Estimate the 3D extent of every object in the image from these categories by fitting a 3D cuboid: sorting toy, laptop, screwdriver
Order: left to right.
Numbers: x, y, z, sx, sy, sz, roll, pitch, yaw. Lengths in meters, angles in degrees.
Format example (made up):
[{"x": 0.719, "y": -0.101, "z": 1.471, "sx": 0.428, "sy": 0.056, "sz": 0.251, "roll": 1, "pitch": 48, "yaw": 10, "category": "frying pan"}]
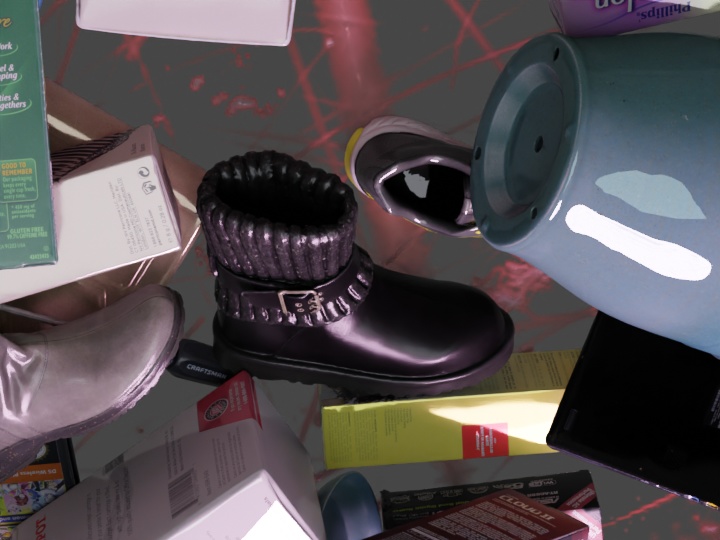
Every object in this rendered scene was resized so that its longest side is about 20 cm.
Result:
[{"x": -0.217, "y": -0.020, "z": 1.640, "sx": 0.185, "sy": 0.036, "sz": 0.200, "roll": 30, "pitch": 101, "yaw": -13, "category": "sorting toy"}, {"x": -0.155, "y": 0.044, "z": 1.631, "sx": 0.199, "sy": 0.028, "sz": 0.029, "roll": 21, "pitch": 136, "yaw": -35, "category": "screwdriver"}, {"x": 0.249, "y": 0.086, "z": 1.659, "sx": 0.199, "sy": 0.116, "sz": 0.188, "roll": 19, "pitch": 69, "yaw": 14, "category": "laptop"}]

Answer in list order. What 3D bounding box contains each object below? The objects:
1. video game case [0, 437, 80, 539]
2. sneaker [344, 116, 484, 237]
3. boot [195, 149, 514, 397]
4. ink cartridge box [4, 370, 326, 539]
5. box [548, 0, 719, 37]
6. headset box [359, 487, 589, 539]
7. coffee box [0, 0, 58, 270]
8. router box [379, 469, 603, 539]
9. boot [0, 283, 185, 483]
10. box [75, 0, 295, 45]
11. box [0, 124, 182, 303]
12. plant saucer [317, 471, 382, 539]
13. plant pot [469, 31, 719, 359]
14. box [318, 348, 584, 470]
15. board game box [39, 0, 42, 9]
[{"x": -0.288, "y": 0.142, "z": 1.671, "sx": 0.199, "sy": 0.026, "sz": 0.181, "roll": -5, "pitch": 119, "yaw": 5, "category": "video game case"}, {"x": 0.088, "y": -0.044, "z": 1.618, "sx": 0.199, "sy": 0.085, "sz": 0.075, "roll": 8, "pitch": 110, "yaw": -6, "category": "sneaker"}, {"x": -0.001, "y": 0.002, "z": 1.602, "sx": 0.210, "sy": 0.080, "sz": 0.158, "roll": 0, "pitch": 135, "yaw": -3, "category": "boot"}, {"x": -0.127, "y": 0.176, "z": 1.598, "sx": 0.200, "sy": 0.146, "sz": 0.085, "roll": -33, "pitch": 114, "yaw": 8, "category": "ink cartridge box"}, {"x": 0.188, "y": -0.262, "z": 1.540, "sx": 0.175, "sy": 0.097, "sz": 0.201, "roll": -13, "pitch": 109, "yaw": 2, "category": "box"}, {"x": 0.064, "y": 0.235, "z": 1.611, "sx": 0.200, "sy": 0.075, "sz": 0.149, "roll": -14, "pitch": 119, "yaw": -47, "category": "headset box"}, {"x": -0.248, "y": -0.098, "z": 1.507, "sx": 0.122, "sy": 0.044, "sz": 0.201, "roll": -6, "pitch": 92, "yaw": -4, "category": "coffee box"}, {"x": 0.097, "y": 0.245, "z": 1.735, "sx": 0.149, "sy": 0.062, "sz": 0.201, "roll": -7, "pitch": 110, "yaw": 0, "category": "router box"}, {"x": -0.217, "y": 0.053, "z": 1.547, "sx": 0.200, "sy": 0.068, "sz": 0.131, "roll": -34, "pitch": 132, "yaw": 16, "category": "boot"}, {"x": -0.101, "y": -0.212, "z": 1.485, "sx": 0.127, "sy": 0.200, "sz": 0.109, "roll": 5, "pitch": 109, "yaw": -5, "category": "box"}, {"x": -0.216, "y": -0.026, "z": 1.577, "sx": 0.199, "sy": 0.082, "sz": 0.069, "roll": -17, "pitch": 108, "yaw": -2, "category": "box"}, {"x": -0.022, "y": 0.234, "z": 1.660, "sx": 0.027, "sy": 0.200, "sz": 0.201, "roll": 2, "pitch": 111, "yaw": 17, "category": "plant saucer"}, {"x": 0.176, "y": -0.057, "z": 1.520, "sx": 0.187, "sy": 0.200, "sz": 0.201, "roll": 13, "pitch": 109, "yaw": -24, "category": "plant pot"}, {"x": 0.072, "y": 0.092, "z": 1.673, "sx": 0.199, "sy": 0.075, "sz": 0.050, "roll": -4, "pitch": 110, "yaw": -3, "category": "box"}, {"x": -0.288, "y": -0.211, "z": 1.543, "sx": 0.199, "sy": 0.047, "sz": 0.152, "roll": 17, "pitch": 98, "yaw": -10, "category": "board game box"}]
